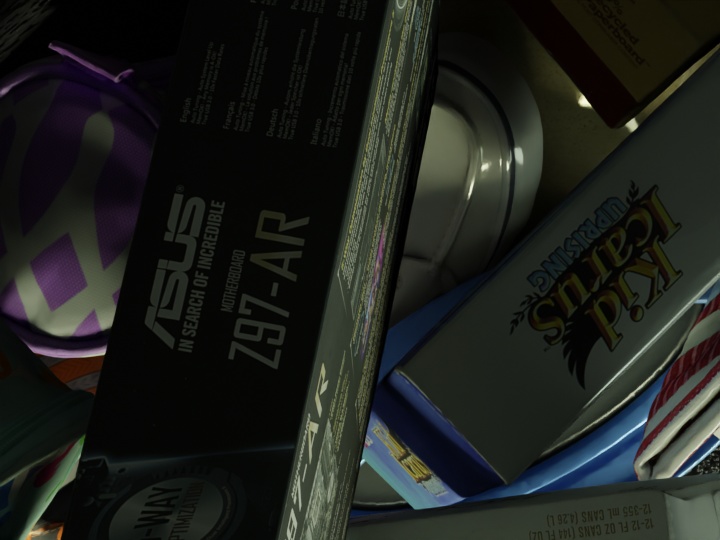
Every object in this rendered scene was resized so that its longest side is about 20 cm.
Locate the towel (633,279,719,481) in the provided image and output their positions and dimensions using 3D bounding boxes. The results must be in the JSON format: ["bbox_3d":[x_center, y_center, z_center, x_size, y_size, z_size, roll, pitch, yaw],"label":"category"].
[{"bbox_3d":[0.145,-0.024,0.729,0.144,0.023,0.200,-52,179,27],"label":"towel"}]

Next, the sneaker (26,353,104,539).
[{"bbox_3d":[-0.144,0.097,0.701,0.199,0.078,0.112,-20,141,2],"label":"sneaker"}]

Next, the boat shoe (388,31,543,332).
[{"bbox_3d":[0.000,0.000,0.849,0.066,0.072,0.200,-44,173,-45],"label":"boat shoe"}]

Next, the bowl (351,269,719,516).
[{"bbox_3d":[0.062,0.056,0.888,0.200,0.040,0.201,-21,152,-12],"label":"bowl"}]

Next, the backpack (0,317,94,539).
[{"bbox_3d":[-0.147,0.082,0.542,0.200,0.150,0.178,-46,176,-37],"label":"backpack"}]

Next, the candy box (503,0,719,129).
[{"bbox_3d":[0.111,-0.145,0.768,0.200,0.117,0.056,-38,177,-38],"label":"candy box"}]

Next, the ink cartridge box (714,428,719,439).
[{"bbox_3d":[0.234,-0.001,0.724,0.200,0.144,0.147,-51,179,-23],"label":"ink cartridge box"}]

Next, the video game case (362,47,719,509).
[{"bbox_3d":[0.078,-0.007,0.695,0.181,0.045,0.200,-43,177,-9],"label":"video game case"}]

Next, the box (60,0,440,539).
[{"bbox_3d":[-0.019,0.005,0.547,0.160,0.043,0.201,85,16,-70],"label":"box"}]

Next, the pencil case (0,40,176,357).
[{"bbox_3d":[-0.050,-0.032,0.694,0.086,0.084,0.200,-66,171,17],"label":"pencil case"}]

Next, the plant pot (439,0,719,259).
[{"bbox_3d":[0.072,-0.080,0.897,0.187,0.187,0.200,-39,165,-32],"label":"plant pot"}]

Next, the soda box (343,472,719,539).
[{"bbox_3d":[0.012,0.100,0.636,0.199,0.069,0.064,-11,175,32],"label":"soda box"}]
